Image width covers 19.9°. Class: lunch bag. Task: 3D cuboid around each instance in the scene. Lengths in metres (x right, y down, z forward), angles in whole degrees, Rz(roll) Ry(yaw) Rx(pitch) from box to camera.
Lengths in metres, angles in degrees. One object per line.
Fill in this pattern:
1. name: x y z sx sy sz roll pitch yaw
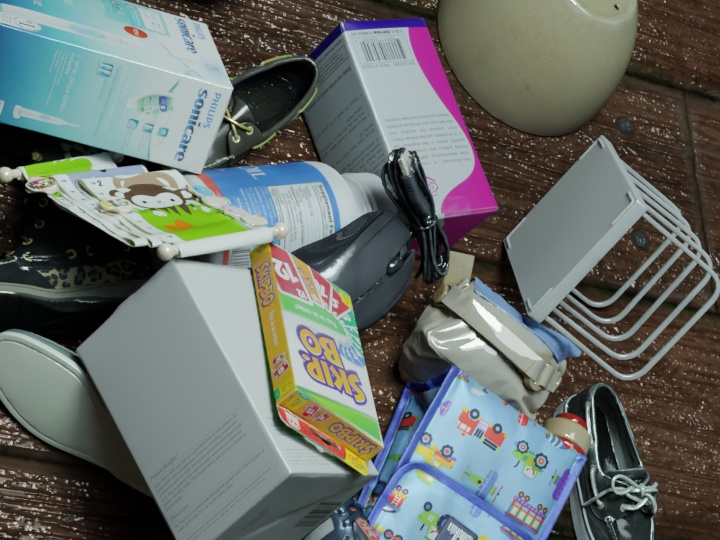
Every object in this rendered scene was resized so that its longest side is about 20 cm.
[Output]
1. lunch bag: 0.077 0.209 1.747 0.151 0.094 0.200 34 64 -14

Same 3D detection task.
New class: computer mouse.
1. computer mouse: 0.000 0.000 1.712 0.200 0.053 0.139 -36 127 -23

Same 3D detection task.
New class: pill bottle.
1. pill bottle: -0.072 -0.036 1.752 0.200 0.112 0.112 -7 69 -37

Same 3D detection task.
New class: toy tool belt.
1. toy tool belt: 0.138 0.076 1.823 0.200 0.125 0.123 35 60 -14

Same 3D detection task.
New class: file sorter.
1. file sorter: 0.231 -0.008 1.863 0.125 0.139 0.200 38 14 -14

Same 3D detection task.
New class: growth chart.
1. growth chart: -0.167 -0.053 1.608 0.200 0.018 0.145 25 27 32

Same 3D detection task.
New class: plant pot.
1. plant pot: 0.196 -0.253 2.030 0.200 0.134 0.200 14 58 -25

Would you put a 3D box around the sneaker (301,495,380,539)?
1. sneaker: -0.018 0.198 1.639 0.075 0.084 0.200 7 81 -61

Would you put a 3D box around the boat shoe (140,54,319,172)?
1. boat shoe: -0.113 -0.135 1.811 0.072 0.061 0.201 50 49 0

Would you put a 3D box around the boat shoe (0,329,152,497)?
1. boat shoe: -0.209 0.107 1.623 0.200 0.073 0.062 36 26 -11

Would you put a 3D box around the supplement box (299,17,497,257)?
1. supplement box: 0.029 -0.118 1.870 0.101 0.103 0.200 -7 68 -37

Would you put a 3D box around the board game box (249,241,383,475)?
1. board game box: -0.034 0.065 1.567 0.096 0.030 0.200 36 27 -32

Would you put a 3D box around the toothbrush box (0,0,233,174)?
1. toothbrush box: -0.220 -0.167 1.693 0.200 0.085 0.146 15 23 -20

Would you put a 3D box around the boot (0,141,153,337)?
1. boot: -0.267 -0.026 1.650 0.203 0.073 0.154 0 59 -30

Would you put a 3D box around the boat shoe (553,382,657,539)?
1. boat shoe: 0.234 0.200 1.852 0.074 0.068 0.200 4 64 -31

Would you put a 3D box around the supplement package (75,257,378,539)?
1. supplement package: -0.102 0.107 1.565 0.120 0.121 0.200 8 46 -55
